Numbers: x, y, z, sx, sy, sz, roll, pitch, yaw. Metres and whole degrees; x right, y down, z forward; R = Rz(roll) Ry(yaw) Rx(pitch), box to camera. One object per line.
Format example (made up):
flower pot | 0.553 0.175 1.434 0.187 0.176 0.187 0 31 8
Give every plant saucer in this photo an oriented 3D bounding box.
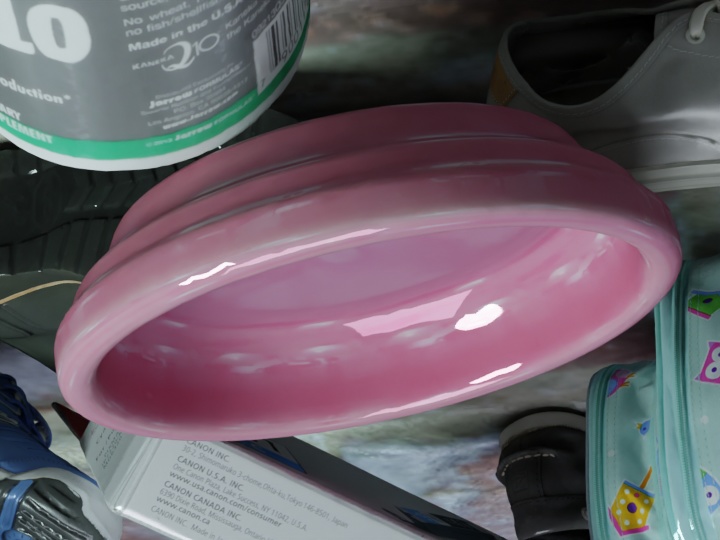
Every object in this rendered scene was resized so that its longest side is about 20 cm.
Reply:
plant saucer | 0.000 0.000 0.793 0.200 0.051 0.201 -10 161 -4

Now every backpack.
backpack | 0.169 0.084 0.968 0.153 0.176 0.200 -8 138 16

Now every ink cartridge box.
ink cartridge box | -0.015 0.094 0.972 0.200 0.045 0.176 27 -178 -17

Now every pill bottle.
pill bottle | -0.074 -0.125 0.683 0.113 0.113 0.200 -1 149 2

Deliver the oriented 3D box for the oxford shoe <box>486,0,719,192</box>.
oxford shoe | 0.133 -0.068 0.821 0.200 0.075 0.058 -8 124 13

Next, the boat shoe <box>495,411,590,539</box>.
boat shoe | 0.139 0.124 1.149 0.200 0.057 0.067 24 142 -34

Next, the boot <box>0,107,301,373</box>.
boot | -0.069 -0.003 0.941 0.200 0.078 0.138 -4 156 32

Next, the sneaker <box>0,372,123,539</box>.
sneaker | -0.155 0.073 0.993 0.200 0.077 0.076 12 138 49
